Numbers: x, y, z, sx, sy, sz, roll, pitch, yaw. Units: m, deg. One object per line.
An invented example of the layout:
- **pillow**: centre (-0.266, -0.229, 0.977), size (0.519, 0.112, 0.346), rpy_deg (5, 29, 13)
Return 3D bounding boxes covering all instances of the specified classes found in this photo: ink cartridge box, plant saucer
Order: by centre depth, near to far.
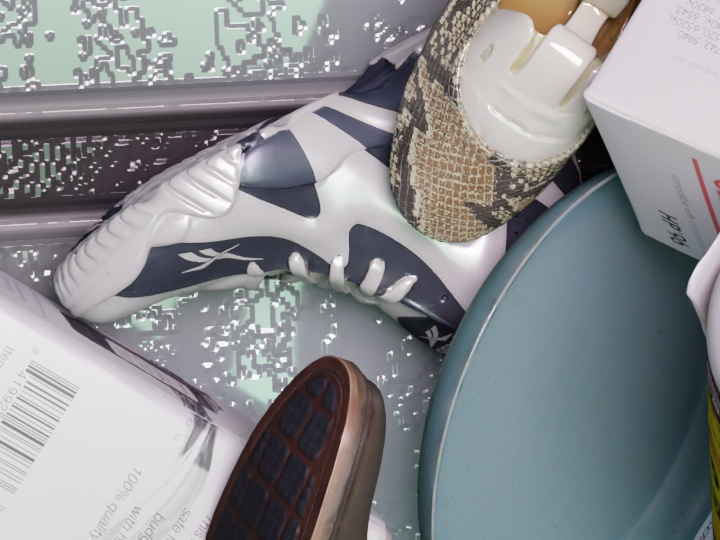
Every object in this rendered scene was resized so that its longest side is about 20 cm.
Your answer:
- **ink cartridge box**: centre (0.139, -0.070, 0.848), size (0.068, 0.116, 0.200), rpy_deg (26, 77, 25)
- **ink cartridge box**: centre (-0.113, 0.096, 0.917), size (0.200, 0.083, 0.145), rpy_deg (32, 91, -16)
- **plant saucer**: centre (0.085, 0.049, 0.936), size (0.200, 0.027, 0.200), rpy_deg (-26, 127, -40)

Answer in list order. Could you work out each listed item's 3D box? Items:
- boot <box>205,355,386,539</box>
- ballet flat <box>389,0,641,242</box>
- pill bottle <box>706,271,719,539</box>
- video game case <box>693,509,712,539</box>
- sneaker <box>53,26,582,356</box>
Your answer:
- **boot**: centre (-0.004, 0.128, 0.877), size (0.097, 0.075, 0.200), rpy_deg (11, 105, -28)
- **ballet flat**: centre (0.077, -0.097, 0.861), size (0.068, 0.075, 0.200), rpy_deg (35, 87, -13)
- **pill bottle**: centre (0.168, 0.066, 0.828), size (0.109, 0.109, 0.200), rpy_deg (-24, 145, -8)
- **video game case**: centre (0.240, 0.084, 0.941), size (0.200, 0.023, 0.182), rpy_deg (17, 123, -14)
- **sneaker**: centre (0.000, 0.000, 0.927), size (0.199, 0.079, 0.130), rpy_deg (-30, 96, -16)
